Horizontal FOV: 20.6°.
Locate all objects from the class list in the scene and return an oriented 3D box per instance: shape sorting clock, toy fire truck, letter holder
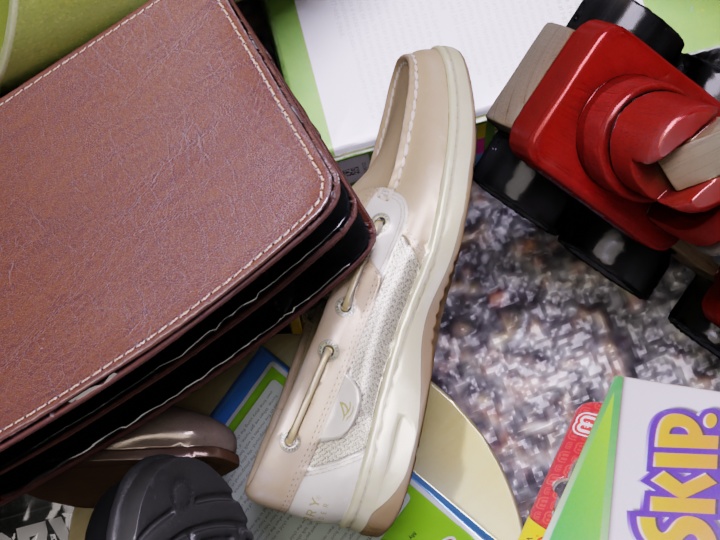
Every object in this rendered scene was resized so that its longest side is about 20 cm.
[{"bbox_3d":[-0.028,0.127,0.816,0.198,0.039,0.202,-2,83,17],"label":"shape sorting clock"},{"bbox_3d":[0.162,-0.032,0.753,0.175,0.200,0.129,34,91,-21],"label":"toy fire truck"},{"bbox_3d":[-0.093,0.013,0.712,0.199,0.101,0.143,-33,49,2],"label":"letter holder"}]

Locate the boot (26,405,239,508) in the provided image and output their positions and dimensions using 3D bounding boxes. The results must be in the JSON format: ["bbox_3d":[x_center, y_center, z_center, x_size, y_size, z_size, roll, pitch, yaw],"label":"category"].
[{"bbox_3d":[-0.140,0.025,0.828,0.198,0.070,0.148,-9,65,20],"label":"boot"}]

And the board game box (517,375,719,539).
[{"bbox_3d":[0.159,0.093,0.751,0.198,0.030,0.096,6,47,29],"label":"board game box"}]

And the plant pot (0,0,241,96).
[{"bbox_3d":[-0.077,-0.175,0.782,0.198,0.187,0.189,-13,72,-27],"label":"plant pot"}]

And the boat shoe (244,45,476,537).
[{"bbox_3d":[0.000,0.000,0.778,0.064,0.072,0.202,14,74,-7],"label":"boat shoe"}]

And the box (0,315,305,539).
[{"bbox_3d":[-0.113,0.069,0.887,0.198,0.049,0.161,-15,77,7],"label":"box"}]

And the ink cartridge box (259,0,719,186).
[{"bbox_3d":[0.055,-0.129,0.888,0.198,0.076,0.149,-15,75,-2],"label":"ink cartridge box"}]

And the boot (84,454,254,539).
[{"bbox_3d":[-0.121,0.170,0.783,0.156,0.079,0.214,4,104,29],"label":"boot"}]
